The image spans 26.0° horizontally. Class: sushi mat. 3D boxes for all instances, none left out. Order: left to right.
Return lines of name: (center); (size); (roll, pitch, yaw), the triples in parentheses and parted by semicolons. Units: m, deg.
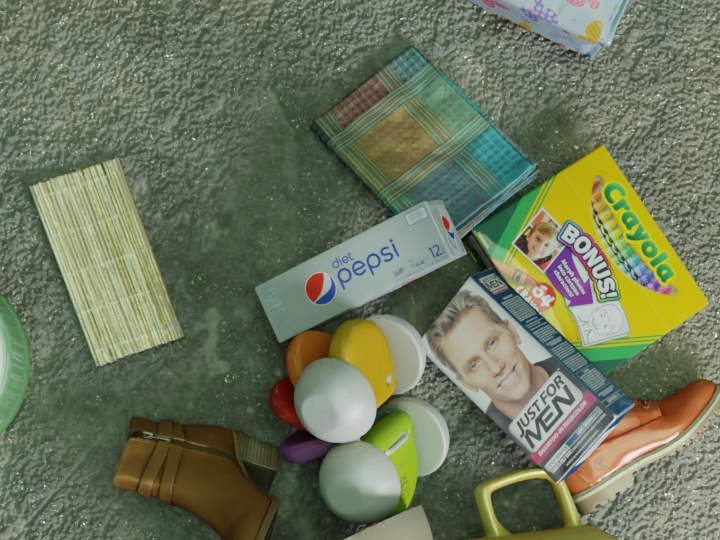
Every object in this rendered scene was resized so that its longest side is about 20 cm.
sushi mat: (-0.256, -0.010, 1.578); (0.095, 0.012, 0.201); (-21, 86, -10)

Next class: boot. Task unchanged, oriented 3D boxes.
boot: (-0.157, 0.209, 1.481); (0.155, 0.200, 0.077); (15, 123, -10)
boot: (0.280, 0.152, 1.604); (0.200, 0.075, 0.107); (-32, 83, -10)

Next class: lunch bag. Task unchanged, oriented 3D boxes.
lunch bag: (0.221, -0.348, 1.637); (0.169, 0.127, 0.201); (24, 89, -2)

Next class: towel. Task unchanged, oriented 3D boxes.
towel: (0.065, -0.126, 1.606); (0.147, 0.022, 0.200); (-39, 72, -12)

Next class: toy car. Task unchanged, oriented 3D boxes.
toy car: (-0.015, 0.148, 1.527); (0.150, 0.175, 0.201); (-10, 104, 30)

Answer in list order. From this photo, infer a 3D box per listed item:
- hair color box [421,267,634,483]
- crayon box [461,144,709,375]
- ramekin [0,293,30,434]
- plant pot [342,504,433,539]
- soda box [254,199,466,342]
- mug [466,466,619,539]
hair color box: (0.162, 0.103, 1.551); (0.200, 0.060, 0.100); (44, 116, 15)
crayon box: (0.232, 0.000, 1.619); (0.172, 0.058, 0.200); (-33, 87, -12)
ramekin: (-0.421, 0.087, 1.497); (0.199, 0.098, 0.201); (1, 82, -8)
plant pot: (-0.004, 0.322, 1.461); (0.200, 0.200, 0.135); (-24, 80, -11)
soda box: (0.000, 0.000, 1.545); (0.200, 0.068, 0.064); (-27, 86, 17)
mug: (0.189, 0.303, 1.530); (0.153, 0.149, 0.187); (-12, 115, -17)
